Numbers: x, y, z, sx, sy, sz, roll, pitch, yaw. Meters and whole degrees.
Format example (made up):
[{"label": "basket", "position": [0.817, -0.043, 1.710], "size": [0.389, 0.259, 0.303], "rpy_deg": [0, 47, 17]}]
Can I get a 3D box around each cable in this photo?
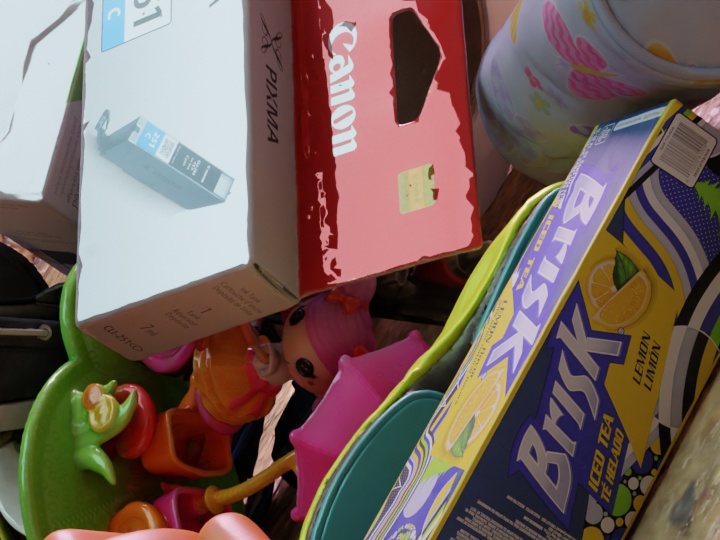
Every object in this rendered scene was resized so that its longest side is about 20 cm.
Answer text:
[{"label": "cable", "position": [0.000, 0.000, 1.004], "size": [0.200, 0.097, 0.051], "rpy_deg": [-11, 59, 66]}]

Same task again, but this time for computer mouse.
[{"label": "computer mouse", "position": [-0.025, 0.063, 1.055], "size": [0.059, 0.034, 0.200], "rpy_deg": [-55, 25, 12]}]

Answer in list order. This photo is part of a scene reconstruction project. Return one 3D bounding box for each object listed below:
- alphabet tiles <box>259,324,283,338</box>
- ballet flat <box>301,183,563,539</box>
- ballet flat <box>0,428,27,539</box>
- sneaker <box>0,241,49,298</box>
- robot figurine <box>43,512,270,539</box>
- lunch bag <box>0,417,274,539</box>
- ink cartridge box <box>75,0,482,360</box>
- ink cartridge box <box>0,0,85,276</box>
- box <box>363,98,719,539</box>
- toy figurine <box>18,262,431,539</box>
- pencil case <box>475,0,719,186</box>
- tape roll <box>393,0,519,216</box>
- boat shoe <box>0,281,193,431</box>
[{"label": "alphabet tiles", "position": [-0.045, -0.048, 1.163], "size": [0.166, 0.006, 0.202], "rpy_deg": [4, -87, -60]}, {"label": "ballet flat", "position": [0.045, 0.055, 0.802], "size": [0.201, 0.067, 0.067], "rpy_deg": [-56, -4, -13]}, {"label": "ballet flat", "position": [-0.133, 0.151, 0.965], "size": [0.067, 0.201, 0.067], "rpy_deg": [-28, -20, -7]}, {"label": "sneaker", "position": [-0.205, 0.072, 1.094], "size": [0.089, 0.074, 0.201], "rpy_deg": [-63, -15, -46]}, {"label": "robot figurine", "position": [-0.062, 0.173, 0.734], "size": [0.144, 0.117, 0.200], "rpy_deg": [-37, 39, -7]}, {"label": "lunch bag", "position": [-0.122, 0.131, 1.103], "size": [0.136, 0.132, 0.201], "rpy_deg": [108, -174, -54]}, {"label": "ink cartridge box", "position": [-0.040, -0.078, 0.893], "size": [0.175, 0.045, 0.201], "rpy_deg": [-18, 57, 25]}, {"label": "ink cartridge box", "position": [-0.128, -0.055, 1.089], "size": [0.067, 0.200, 0.118], "rpy_deg": [5, 73, 26]}, {"label": "box", "position": [0.076, 0.041, 0.730], "size": [0.201, 0.064, 0.070], "rpy_deg": [-59, 13, -14]}, {"label": "toy figurine", "position": [-0.037, 0.060, 0.909], "size": [0.183, 0.150, 0.201], "rpy_deg": [-20, 66, 33]}, {"label": "pencil case", "position": [0.104, -0.089, 0.804], "size": [0.083, 0.091, 0.200], "rpy_deg": [-52, -1, -13]}, {"label": "tape roll", "position": [-0.017, -0.116, 1.054], "size": [0.138, 0.203, 0.204], "rpy_deg": [6, 55, 32]}, {"label": "boat shoe", "position": [-0.135, 0.033, 1.005], "size": [0.200, 0.075, 0.061], "rpy_deg": [-14, -69, -57]}]
